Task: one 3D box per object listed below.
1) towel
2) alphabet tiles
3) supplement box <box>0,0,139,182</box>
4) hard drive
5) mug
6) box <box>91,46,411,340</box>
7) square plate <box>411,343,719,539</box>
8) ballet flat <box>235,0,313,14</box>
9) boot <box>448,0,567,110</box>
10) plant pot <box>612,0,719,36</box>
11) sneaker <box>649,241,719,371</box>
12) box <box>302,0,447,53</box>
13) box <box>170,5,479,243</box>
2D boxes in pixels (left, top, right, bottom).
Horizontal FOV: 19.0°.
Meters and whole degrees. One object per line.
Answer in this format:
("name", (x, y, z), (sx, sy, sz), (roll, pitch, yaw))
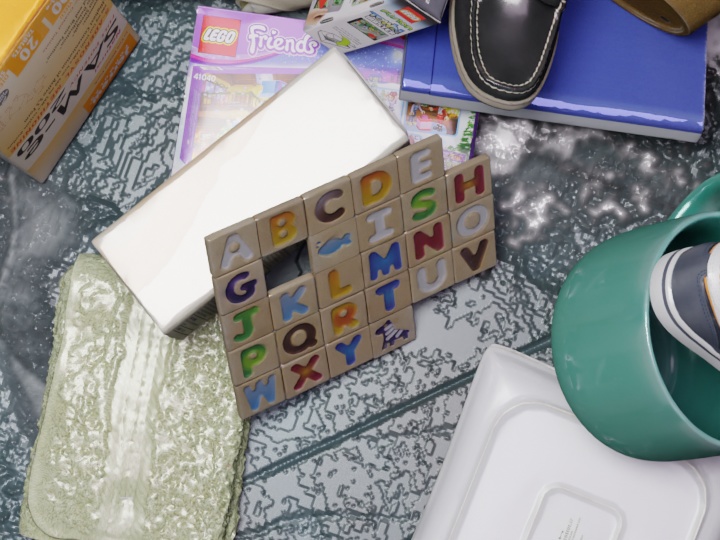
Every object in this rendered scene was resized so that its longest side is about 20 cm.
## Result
("towel", (-0.144, 0.095, 1.441), (0.148, 0.036, 0.200), (9, 84, 2))
("alphabet tiles", (0.000, 0.000, 1.388), (0.200, 0.167, 0.008), (-24, 47, -16))
("supplement box", (-0.221, -0.142, 1.387), (0.073, 0.200, 0.126), (33, 87, 9))
("hard drive", (0.131, -0.161, 1.435), (0.200, 0.025, 0.132), (8, 65, -3))
("mug", (0.207, 0.039, 1.388), (0.185, 0.114, 0.152), (-33, 100, -38))
("box", (-0.067, -0.047, 1.386), (0.200, 0.095, 0.078), (-39, 85, -2))
("square plate", (0.140, 0.174, 1.425), (0.198, 0.028, 0.200), (22, 85, 5))
("ballet flat", (-0.089, -0.206, 1.452), (0.200, 0.069, 0.070), (8, 83, -23))
("boot", (0.111, -0.214, 1.326), (0.073, 0.151, 0.200), (16, 69, -5))
("plant pot", (0.230, -0.258, 1.392), (0.186, 0.186, 0.200), (34, 88, 5))
("sneaker", (0.270, 0.046, 1.312), (0.200, 0.079, 0.079), (30, 62, -31))
("box", (0.035, -0.245, 1.414), (0.035, 0.110, 0.200), (30, 68, -31))
("box", (-0.022, -0.096, 1.455), (0.200, 0.039, 0.137), (9, 85, 3))
